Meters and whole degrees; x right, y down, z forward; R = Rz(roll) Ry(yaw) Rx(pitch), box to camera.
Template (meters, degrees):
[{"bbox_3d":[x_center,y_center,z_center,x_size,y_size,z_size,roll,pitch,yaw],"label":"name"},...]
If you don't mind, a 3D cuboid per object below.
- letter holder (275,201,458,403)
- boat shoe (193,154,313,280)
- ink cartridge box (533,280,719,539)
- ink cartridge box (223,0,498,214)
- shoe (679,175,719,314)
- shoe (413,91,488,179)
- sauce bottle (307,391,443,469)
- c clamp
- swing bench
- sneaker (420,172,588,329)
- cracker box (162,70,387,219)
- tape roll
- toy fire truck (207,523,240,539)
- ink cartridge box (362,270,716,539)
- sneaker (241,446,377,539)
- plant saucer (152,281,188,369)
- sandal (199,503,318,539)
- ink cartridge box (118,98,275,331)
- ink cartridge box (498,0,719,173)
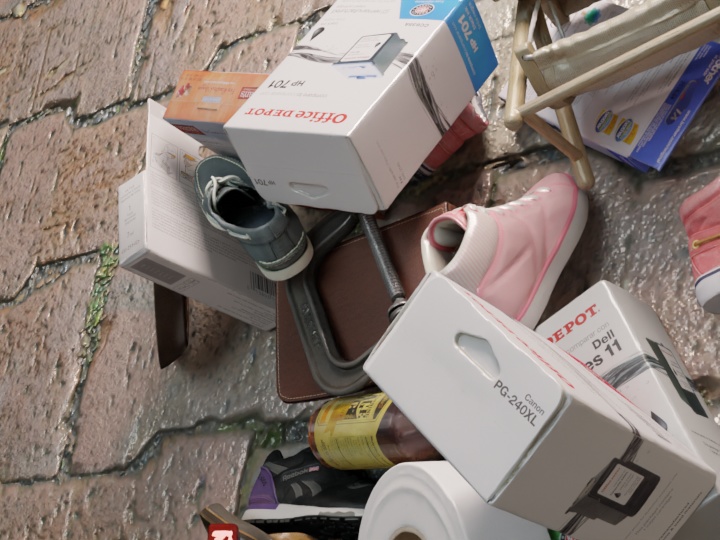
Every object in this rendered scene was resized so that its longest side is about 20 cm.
[{"bbox_3d":[0.030,0.048,1.115,0.200,0.101,0.142,-20,59,35],"label":"letter holder"},{"bbox_3d":[-0.107,-0.066,1.150,0.073,0.062,0.200,-37,42,-5],"label":"boat shoe"},{"bbox_3d":[0.184,0.130,0.941,0.147,0.083,0.200,-40,47,21],"label":"ink cartridge box"},{"bbox_3d":[0.003,-0.150,1.082,0.146,0.086,0.200,9,48,38],"label":"ink cartridge box"},{"bbox_3d":[0.323,-0.046,0.906,0.200,0.071,0.091,-28,59,36],"label":"shoe"},{"bbox_3d":[0.055,-0.185,1.219,0.091,0.071,0.200,-35,52,19],"label":"shoe"},{"bbox_3d":[0.035,0.127,1.017,0.200,0.066,0.066,-15,60,51],"label":"sauce bottle"},{"bbox_3d":[0.000,0.000,1.071,0.171,0.027,0.200,-34,52,27],"label":"c clamp"},{"bbox_3d":[0.217,-0.203,0.986,0.199,0.130,0.200,-24,53,31],"label":"swing bench"},{"bbox_3d":[0.115,-0.035,1.023,0.075,0.105,0.200,-33,21,47],"label":"sneaker"},{"bbox_3d":[-0.073,-0.121,1.217,0.134,0.200,0.058,12,76,45],"label":"cracker box"},{"bbox_3d":[0.067,0.243,0.944,0.202,0.071,0.203,-179,90,-65],"label":"tape roll"},{"bbox_3d":[-0.108,0.329,1.061,0.112,0.200,0.168,-2,49,0],"label":"toy fire truck"},{"bbox_3d":[0.117,0.098,0.814,0.083,0.200,0.145,-54,45,7],"label":"ink cartridge box"},{"bbox_3d":[-0.025,0.190,1.116,0.200,0.076,0.088,-8,59,40],"label":"sneaker"},{"bbox_3d":[-0.198,0.003,1.320,0.032,0.200,0.200,-1,61,-5],"label":"plant saucer"},{"bbox_3d":[-0.055,0.256,1.093,0.200,0.082,0.055,28,56,32],"label":"sandal"},{"bbox_3d":[-0.152,-0.052,1.257,0.045,0.200,0.176,-27,53,31],"label":"ink cartridge box"},{"bbox_3d":[0.221,-0.162,1.080,0.200,0.042,0.119,35,94,48],"label":"ink cartridge box"}]
